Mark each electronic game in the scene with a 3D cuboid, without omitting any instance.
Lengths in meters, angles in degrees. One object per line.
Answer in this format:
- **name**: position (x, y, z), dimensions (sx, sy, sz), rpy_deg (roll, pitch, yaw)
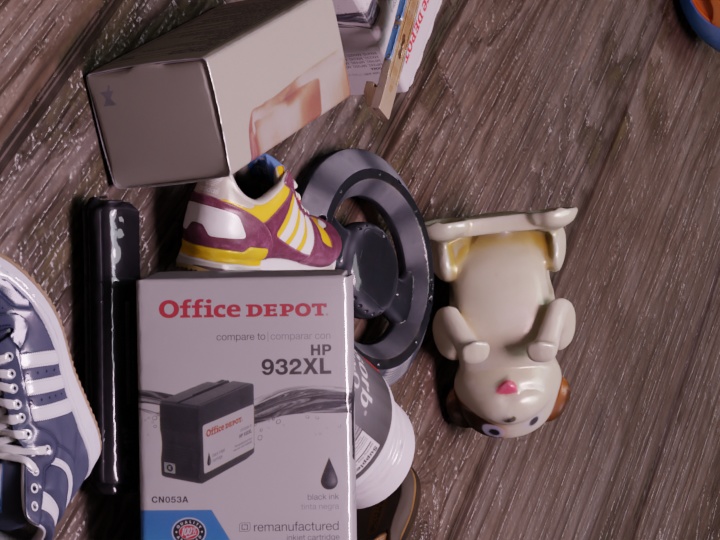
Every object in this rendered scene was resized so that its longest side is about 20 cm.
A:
- **electronic game**: position (0.000, 0.000, 1.865), dimensions (0.200, 0.041, 0.201), rpy_deg (12, 76, -54)

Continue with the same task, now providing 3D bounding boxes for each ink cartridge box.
- **ink cartridge box**: position (-0.076, 0.101, 1.539), dimensions (0.084, 0.144, 0.201), rpy_deg (-37, 126, -87)
- **ink cartridge box**: position (-0.014, -0.258, 1.816), dimensions (0.200, 0.084, 0.145), rpy_deg (59, 40, -42)

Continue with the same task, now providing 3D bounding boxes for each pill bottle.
- **pill bottle**: position (-0.043, 0.101, 1.691), dimensions (0.200, 0.115, 0.117), rpy_deg (43, 50, -54)

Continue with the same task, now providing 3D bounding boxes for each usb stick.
- **usb stick**: position (-0.167, 0.051, 1.541), dimensions (0.055, 0.032, 0.201), rpy_deg (9, 79, -73)

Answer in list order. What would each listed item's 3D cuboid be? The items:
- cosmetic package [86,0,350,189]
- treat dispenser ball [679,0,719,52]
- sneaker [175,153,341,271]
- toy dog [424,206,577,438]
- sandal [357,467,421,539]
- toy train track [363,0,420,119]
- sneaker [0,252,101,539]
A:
- **cosmetic package**: position (-0.097, -0.132, 1.623), dimensions (0.200, 0.103, 0.088), rpy_deg (-37, 119, -57)
- **treat dispenser ball**: position (0.468, -0.344, 2.654), dimensions (0.201, 0.200, 0.202), rpy_deg (11, 77, -62)
- **sneaker**: position (-0.064, -0.042, 1.686), dimensions (0.200, 0.075, 0.091), rpy_deg (-13, 117, -66)
- **toy dog**: position (0.120, 0.050, 2.029), dimensions (0.194, 0.139, 0.201), rpy_deg (-176, -100, -80)
- **sandal**: position (-0.001, 0.233, 1.807), dimensions (0.055, 0.081, 0.201), rpy_deg (40, 52, -34)
- **toy train track**: position (0.029, -0.215, 1.778), dimensions (0.115, 0.032, 0.201), rpy_deg (45, 56, -61)
- **sneaker**: position (-0.222, 0.085, 1.387), dimensions (0.109, 0.070, 0.201), rpy_deg (-67, 146, -44)
